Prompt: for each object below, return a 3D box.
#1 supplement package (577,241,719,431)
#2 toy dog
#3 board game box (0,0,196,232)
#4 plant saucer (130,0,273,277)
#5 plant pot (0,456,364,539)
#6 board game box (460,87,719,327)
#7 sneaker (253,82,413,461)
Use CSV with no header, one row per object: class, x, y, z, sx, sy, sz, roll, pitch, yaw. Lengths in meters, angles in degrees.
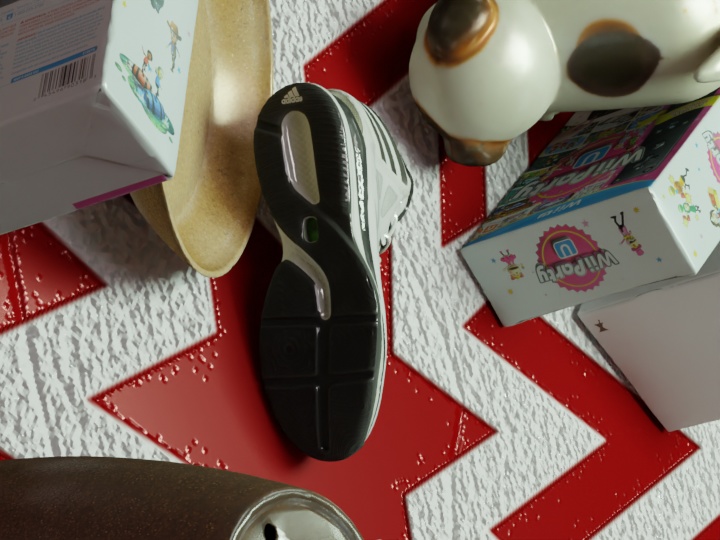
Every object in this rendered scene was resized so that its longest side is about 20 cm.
supplement package,0.249,-0.011,1.347,0.120,0.121,0.201,50,45,-24
toy dog,0.125,-0.136,1.223,0.195,0.198,0.140,-119,-164,-45
board game box,-0.146,-0.116,0.880,0.064,0.146,0.201,49,34,-45
plant saucer,-0.087,-0.098,1.012,0.200,0.035,0.202,2,90,-77
plant pot,-0.091,0.156,0.838,0.186,0.199,0.189,20,62,-43
board game box,0.174,-0.055,1.259,0.065,0.147,0.200,59,41,-16
sneaker,0.000,0.000,1.098,0.115,0.075,0.203,-4,90,-62
